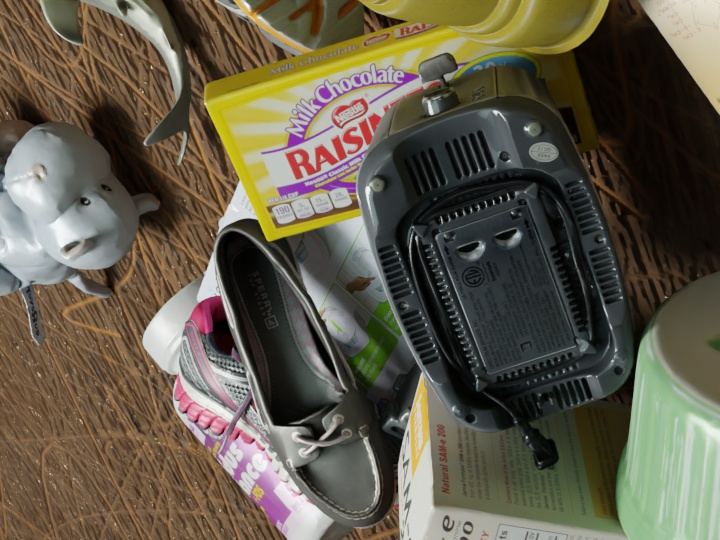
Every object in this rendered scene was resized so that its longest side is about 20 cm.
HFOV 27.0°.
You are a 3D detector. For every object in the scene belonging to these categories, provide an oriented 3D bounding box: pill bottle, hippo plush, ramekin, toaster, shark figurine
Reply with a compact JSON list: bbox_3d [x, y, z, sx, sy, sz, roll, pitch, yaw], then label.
[{"bbox_3d":[-0.064,0.098,1.084,0.200,0.112,0.112,46,143,16],"label":"pill bottle"},{"bbox_3d":[-0.257,-0.031,1.170,0.161,0.159,0.200,-5,116,49],"label":"hippo plush"},{"bbox_3d":[0.225,0.075,0.730,0.200,0.200,0.098,19,126,36],"label":"ramekin"},{"bbox_3d":[0.073,-0.012,0.777,0.113,0.129,0.200,-20,110,11],"label":"toaster"},{"bbox_3d":[-0.177,-0.182,1.050,0.214,0.128,0.089,38,171,-12],"label":"shark figurine"}]

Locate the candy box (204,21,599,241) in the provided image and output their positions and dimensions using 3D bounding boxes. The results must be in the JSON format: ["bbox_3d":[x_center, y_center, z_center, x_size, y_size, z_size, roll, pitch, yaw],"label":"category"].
[{"bbox_3d":[0.024,-0.086,0.834,0.200,0.026,0.102,-16,123,11],"label":"candy box"}]

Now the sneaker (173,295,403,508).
[{"bbox_3d":[-0.038,0.086,0.951,0.200,0.081,0.075,24,126,23],"label":"sneaker"}]

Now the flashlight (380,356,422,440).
[{"bbox_3d":[0.116,0.106,0.906,0.200,0.068,0.068,30,150,-17],"label":"flashlight"}]

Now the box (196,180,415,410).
[{"bbox_3d":[0.000,0.000,0.979,0.176,0.097,0.200,42,142,13],"label":"box"}]

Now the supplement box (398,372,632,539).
[{"bbox_3d":[0.124,0.132,0.816,0.200,0.126,0.074,10,118,-5],"label":"supplement box"}]

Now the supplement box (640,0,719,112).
[{"bbox_3d":[0.218,-0.108,0.665,0.200,0.074,0.126,53,144,-3],"label":"supplement box"}]

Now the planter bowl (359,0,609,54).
[{"bbox_3d":[0.023,-0.177,0.680,0.200,0.083,0.201,53,159,30],"label":"planter bowl"}]

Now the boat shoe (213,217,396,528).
[{"bbox_3d":[-0.040,0.062,0.893,0.200,0.067,0.057,66,-172,10],"label":"boat shoe"}]

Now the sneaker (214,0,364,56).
[{"bbox_3d":[-0.074,-0.193,0.922,0.200,0.078,0.077,45,156,14],"label":"sneaker"}]
